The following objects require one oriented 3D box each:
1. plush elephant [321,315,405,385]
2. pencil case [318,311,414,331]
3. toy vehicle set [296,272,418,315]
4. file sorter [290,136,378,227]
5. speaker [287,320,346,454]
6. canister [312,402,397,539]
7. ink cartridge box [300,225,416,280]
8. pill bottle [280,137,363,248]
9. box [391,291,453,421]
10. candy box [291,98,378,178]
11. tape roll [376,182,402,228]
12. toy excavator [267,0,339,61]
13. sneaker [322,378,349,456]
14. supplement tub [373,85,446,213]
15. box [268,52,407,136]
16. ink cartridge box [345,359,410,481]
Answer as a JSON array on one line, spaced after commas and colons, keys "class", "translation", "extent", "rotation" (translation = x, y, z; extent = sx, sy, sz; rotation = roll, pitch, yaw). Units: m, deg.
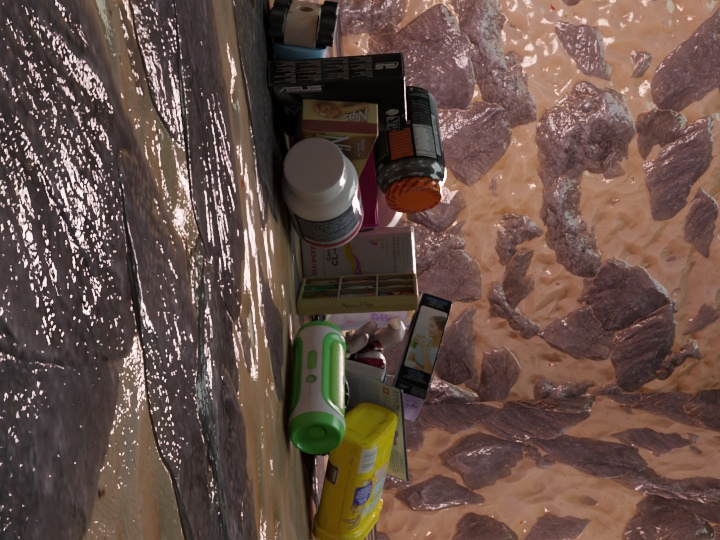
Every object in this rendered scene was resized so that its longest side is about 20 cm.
[{"class": "plush elephant", "translation": [-0.017, 0.156, 1.817], "extent": [0.155, 0.200, 0.165], "rotation": [46, 35, -50]}, {"class": "pencil case", "translation": [0.013, 0.079, 1.927], "extent": [0.083, 0.200, 0.091], "rotation": [92, -4, -70]}, {"class": "toy vehicle set", "translation": [-0.003, 0.039, 1.637], "extent": [0.124, 0.200, 0.027], "rotation": [-88, 175, -73]}, {"class": "file sorter", "translation": [-0.044, -0.179, 1.706], "extent": [0.125, 0.139, 0.200], "rotation": [-86, 172, -80]}, {"class": "speaker", "translation": [-0.063, 0.169, 1.429], "extent": [0.200, 0.088, 0.088], "rotation": [-91, 176, -48]}, {"class": "canister", "translation": [-0.007, 0.335, 1.599], "extent": [0.149, 0.086, 0.200], "rotation": [-35, 139, -61]}, {"class": "ink cartridge box", "translation": [0.000, 0.000, 1.742], "extent": [0.086, 0.200, 0.148], "rotation": [-74, 160, -79]}, {"class": "pill bottle", "translation": [-0.060, -0.120, 1.489], "extent": [0.200, 0.119, 0.120], "rotation": [79, 8, -72]}, {"class": "box", "translation": [0.103, 0.154, 1.729], "extent": [0.117, 0.060, 0.200], "rotation": [105, 4, -62]}, {"class": "candy box", "translation": [-0.045, -0.201, 1.528], "extent": [0.200, 0.115, 0.055], "rotation": [119, -29, -71]}, {"class": "tape roll", "translation": [-0.009, -0.152, 1.802], "extent": [0.037, 0.203, 0.203], "rotation": [-13, 100, -64]}, {"class": "toy excavator", "translation": [-0.095, -0.329, 1.518], "extent": [0.195, 0.100, 0.200], "rotation": [-86, -175, -59]}, {"class": "sneaker", "translation": [-0.062, 0.217, 1.623], "extent": [0.089, 0.078, 0.200], "rotation": [-101, -168, -50]}, {"class": "supplement tub", "translation": [0.083, -0.209, 1.686], "extent": [0.123, 0.122, 0.200], "rotation": [80, 4, -66]}, {"class": "box", "translation": [-0.029, -0.266, 1.485], "extent": [0.193, 0.200, 0.048], "rotation": [78, 10, -77]}, {"class": "ink cartridge box", "translation": [0.005, 0.253, 1.693], "extent": [0.041, 0.200, 0.200], "rotation": [-36, 131, -45]}]
